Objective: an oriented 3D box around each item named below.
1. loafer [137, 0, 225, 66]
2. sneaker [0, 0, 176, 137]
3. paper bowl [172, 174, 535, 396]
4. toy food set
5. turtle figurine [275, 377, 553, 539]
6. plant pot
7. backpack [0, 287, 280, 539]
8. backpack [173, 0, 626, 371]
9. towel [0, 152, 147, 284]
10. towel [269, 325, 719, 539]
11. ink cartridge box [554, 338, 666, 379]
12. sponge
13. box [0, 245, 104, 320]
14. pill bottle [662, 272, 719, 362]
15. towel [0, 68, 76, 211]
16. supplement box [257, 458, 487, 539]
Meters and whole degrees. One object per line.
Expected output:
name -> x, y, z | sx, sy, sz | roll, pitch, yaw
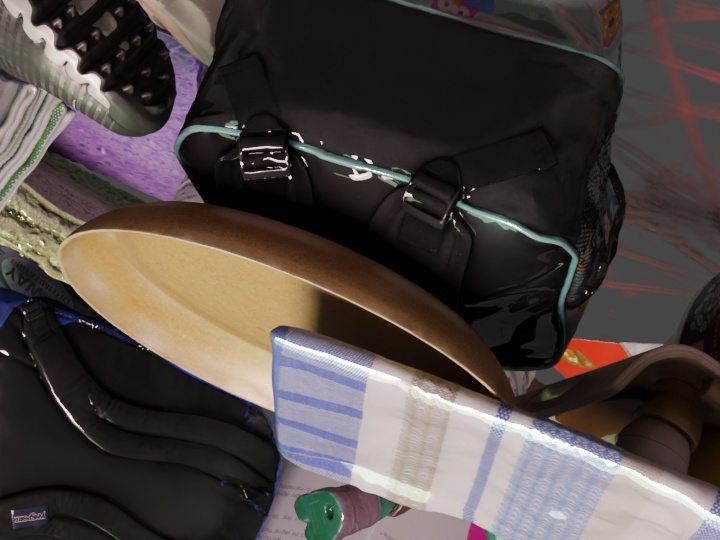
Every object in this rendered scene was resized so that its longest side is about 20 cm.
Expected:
loafer -> -0.089, -0.145, 0.996 | 0.063, 0.072, 0.200 | 22, 162, 28
sneaker -> -0.171, -0.122, 1.073 | 0.200, 0.066, 0.091 | 41, 131, -2
paper bowl -> 0.000, 0.000, 1.174 | 0.200, 0.104, 0.201 | 21, 158, 9
toy food set -> 0.153, 0.113, 1.024 | 0.200, 0.060, 0.143 | 38, 156, -11
turtle figurine -> 0.055, 0.093, 1.320 | 0.200, 0.150, 0.101 | -4, 148, -32
plant pot -> -0.025, 0.022, 0.952 | 0.200, 0.028, 0.200 | 21, 162, 7
backpack -> -0.155, 0.107, 1.406 | 0.200, 0.163, 0.168 | 23, -179, -19
backpack -> 0.026, -0.044, 0.981 | 0.176, 0.153, 0.200 | 13, 153, 12
towel -> -0.143, -0.022, 1.281 | 0.200, 0.037, 0.148 | 31, -170, -25
towel -> 0.056, 0.083, 0.952 | 0.200, 0.024, 0.147 | 21, 161, 5
ink cartridge box -> 0.198, 0.097, 1.260 | 0.200, 0.057, 0.163 | -2, 146, 41
sponge -> -0.126, -0.099, 1.186 | 0.111, 0.030, 0.200 | 23, 158, 6
box -> -0.206, -0.024, 1.420 | 0.200, 0.044, 0.160 | 35, 156, -23
pill bottle -> 0.204, 0.038, 1.033 | 0.112, 0.112, 0.200 | 29, 157, -9
towel -> -0.232, -0.047, 1.191 | 0.031, 0.149, 0.200 | 42, 169, -31
supplement box -> 0.003, 0.171, 1.427 | 0.103, 0.200, 0.101 | 2, 148, 45
